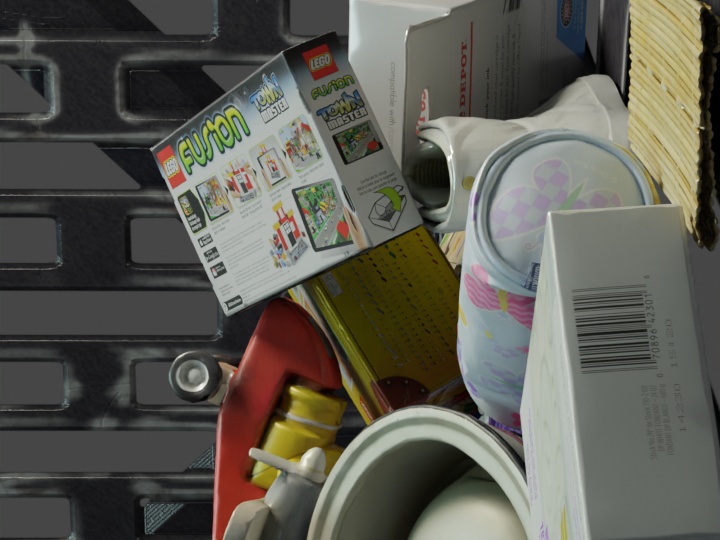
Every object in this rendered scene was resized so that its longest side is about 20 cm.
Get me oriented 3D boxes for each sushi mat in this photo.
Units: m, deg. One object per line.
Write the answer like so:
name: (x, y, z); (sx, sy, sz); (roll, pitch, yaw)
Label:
sushi mat: (0.133, -0.078, 0.927); (0.200, 0.012, 0.096); (-94, 4, -75)

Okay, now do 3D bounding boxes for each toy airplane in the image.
toy airplane: (-0.037, 0.143, 1.257); (0.200, 0.141, 0.200); (-79, -14, -49)

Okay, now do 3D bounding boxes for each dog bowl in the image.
dog bowl: (0.057, 0.170, 1.104); (0.200, 0.074, 0.201); (-8, 80, 51)

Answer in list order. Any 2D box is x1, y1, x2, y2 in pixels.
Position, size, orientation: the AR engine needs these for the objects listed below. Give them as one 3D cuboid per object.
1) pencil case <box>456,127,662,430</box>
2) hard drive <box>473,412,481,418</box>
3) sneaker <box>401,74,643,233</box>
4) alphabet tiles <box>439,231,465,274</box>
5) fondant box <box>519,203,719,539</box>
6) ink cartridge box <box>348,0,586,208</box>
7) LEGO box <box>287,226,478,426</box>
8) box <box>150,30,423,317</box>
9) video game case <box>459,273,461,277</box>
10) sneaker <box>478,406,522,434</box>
pencil case: (0.092, 0.010, 1.024); (0.200, 0.090, 0.083); (91, -172, -67)
hard drive: (0.069, 0.105, 1.489); (0.200, 0.025, 0.132); (-37, -44, -60)
sneaker: (0.078, -0.063, 1.131); (0.200, 0.115, 0.074); (-95, 4, -83)
alphabet tiles: (0.084, -0.049, 1.446); (0.168, 0.008, 0.200); (-63, 5, 0)
fondant box: (0.106, 0.083, 0.907); (0.200, 0.058, 0.145); (86, 180, -63)
ink cartridge box: (0.051, -0.104, 1.207); (0.200, 0.067, 0.116); (-26, -57, -53)
LEGO box: (0.000, 0.000, 1.300); (0.200, 0.077, 0.149); (59, 173, 12)
box: (-0.045, -0.047, 1.172); (0.200, 0.035, 0.110); (-24, 91, 62)
video game case: (0.074, 0.004, 1.543); (0.143, 0.017, 0.200); (-69, 1, -49)
sneaker: (0.098, 0.134, 1.163); (0.083, 0.080, 0.201); (125, 144, -66)
